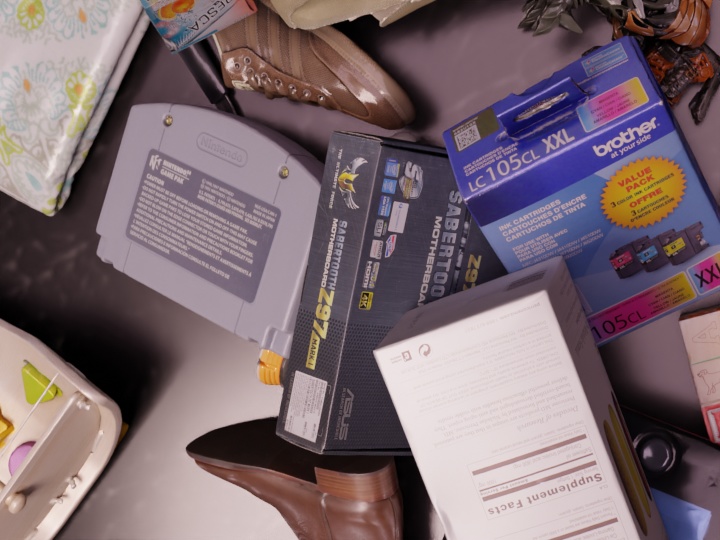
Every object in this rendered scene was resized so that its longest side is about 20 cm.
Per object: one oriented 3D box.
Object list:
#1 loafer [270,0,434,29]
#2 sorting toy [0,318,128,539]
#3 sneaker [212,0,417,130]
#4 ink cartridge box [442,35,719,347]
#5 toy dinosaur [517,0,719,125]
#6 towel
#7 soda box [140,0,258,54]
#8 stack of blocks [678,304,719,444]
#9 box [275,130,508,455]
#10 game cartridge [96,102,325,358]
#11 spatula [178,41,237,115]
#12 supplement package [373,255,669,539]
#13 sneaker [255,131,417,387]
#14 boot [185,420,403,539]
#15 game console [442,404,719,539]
[{"bbox_3d":[0.028,-0.201,1.080,0.198,0.076,0.069,-6,135,-4],"label":"loafer"},{"bbox_3d":[-0.280,0.110,1.185,0.180,0.107,0.200,40,100,15],"label":"sorting toy"},{"bbox_3d":[-0.052,-0.143,1.133,0.200,0.070,0.076,39,92,18],"label":"sneaker"},{"bbox_3d":[0.142,-0.052,1.035,0.136,0.077,0.200,-27,129,12],"label":"ink cartridge box"},{"bbox_3d":[0.181,-0.166,1.086,0.135,0.102,0.201,19,78,-4],"label":"toy dinosaur"},{"bbox_3d":[-0.250,-0.166,1.182,0.170,0.048,0.201,30,101,11],"label":"towel"},{"bbox_3d":[-0.140,-0.248,1.112,0.068,0.064,0.201,-26,65,2],"label":"soda box"},{"bbox_3d":[0.316,0.060,1.069,0.198,0.059,0.116,-15,89,13],"label":"stack of blocks"},{"bbox_3d":[0.032,0.018,1.080,0.051,0.157,0.202,16,97,43],"label":"box"},{"bbox_3d":[-0.095,-0.038,1.124,0.199,0.041,0.134,26,99,37],"label":"game cartridge"},{"bbox_3d":[-0.095,-0.107,1.166,0.056,0.021,0.201,-33,80,32],"label":"spatula"},{"bbox_3d":[0.101,0.111,0.987,0.109,0.114,0.201,-20,97,15],"label":"supplement package"},{"bbox_3d":[0.000,0.000,1.130,0.077,0.078,0.201,26,106,6],"label":"sneaker"},{"bbox_3d":[-0.035,0.213,1.153,0.185,0.064,0.202,8,117,41],"label":"boot"},{"bbox_3d":[0.140,0.183,1.063,0.176,0.031,0.201,21,89,17],"label":"game console"}]
